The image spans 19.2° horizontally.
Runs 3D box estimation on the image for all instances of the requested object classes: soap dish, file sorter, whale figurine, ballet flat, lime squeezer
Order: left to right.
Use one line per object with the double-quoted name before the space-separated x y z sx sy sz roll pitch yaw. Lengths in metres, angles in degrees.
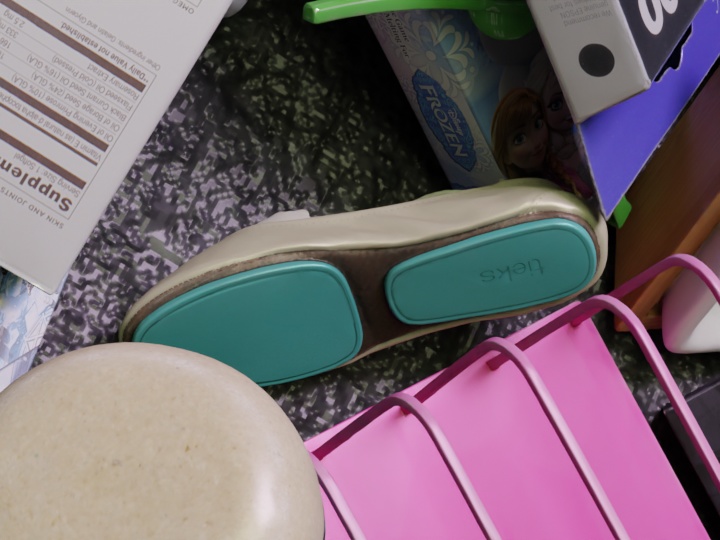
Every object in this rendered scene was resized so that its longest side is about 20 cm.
"whale figurine" -0.084 0.127 0.717 0.158 0.104 0.201 10 71 9
"ballet flat" 0.000 0.000 0.861 0.199 0.069 0.070 -10 76 -2
"lime squeezer" 0.060 -0.089 0.852 0.200 0.071 0.038 29 19 -42
"file sorter" 0.065 0.097 0.826 0.199 0.125 0.139 -25 83 -27
"soap dish" 0.218 -0.040 0.917 0.199 0.158 0.082 -4 56 -27

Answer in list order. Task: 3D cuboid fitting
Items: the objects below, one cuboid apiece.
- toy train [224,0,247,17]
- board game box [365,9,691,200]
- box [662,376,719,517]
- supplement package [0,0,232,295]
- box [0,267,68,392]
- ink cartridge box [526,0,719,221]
"toy train" -0.114 -0.175 0.853 0.199 0.085 0.114 30 44 -8
"board game box" 0.083 -0.148 0.909 0.200 0.043 0.199 -46 122 -27
"box" 0.237 0.112 0.900 0.143 0.036 0.201 -30 83 10
"supplement package" -0.116 -0.121 0.726 0.150 0.152 0.201 32 90 -10
"box" -0.170 -0.042 0.824 0.136 0.040 0.201 26 65 -14
"ink cartridge box" 0.116 -0.155 0.847 0.198 0.043 0.201 -52 127 -46
